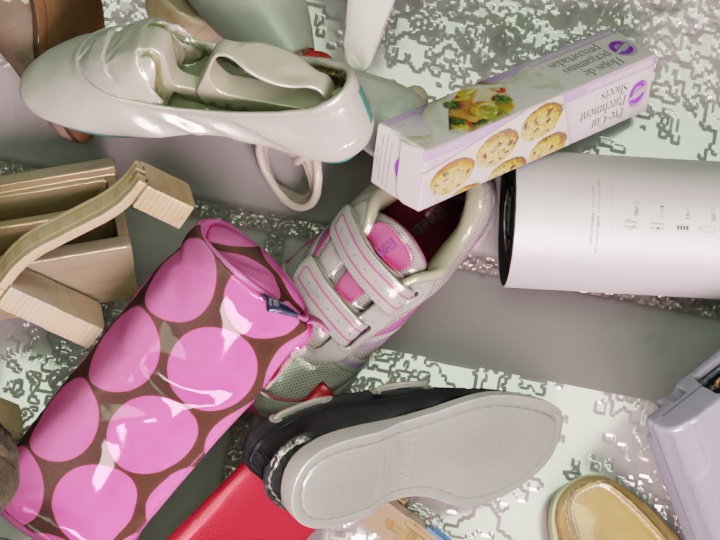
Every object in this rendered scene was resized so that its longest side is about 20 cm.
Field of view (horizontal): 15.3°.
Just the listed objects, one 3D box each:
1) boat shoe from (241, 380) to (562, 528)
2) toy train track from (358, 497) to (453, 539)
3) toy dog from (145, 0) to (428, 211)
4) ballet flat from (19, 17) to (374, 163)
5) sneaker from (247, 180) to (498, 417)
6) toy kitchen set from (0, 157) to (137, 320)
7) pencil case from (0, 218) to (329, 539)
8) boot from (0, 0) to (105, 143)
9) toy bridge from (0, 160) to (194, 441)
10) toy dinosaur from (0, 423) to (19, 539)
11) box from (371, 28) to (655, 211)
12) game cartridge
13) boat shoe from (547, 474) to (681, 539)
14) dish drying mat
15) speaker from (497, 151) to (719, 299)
[{"bbox_3d":[0.026,0.093,1.499,0.199,0.060,0.076,-2,116,-40],"label":"boat shoe"},{"bbox_3d":[0.085,0.184,1.522,0.199,0.033,0.115,36,120,10],"label":"toy train track"},{"bbox_3d":[-0.033,-0.146,1.542,0.096,0.132,0.201,-38,93,-41],"label":"toy dog"},{"bbox_3d":[-0.089,-0.106,1.460,0.198,0.069,0.070,10,80,6],"label":"ballet flat"},{"bbox_3d":[0.000,0.000,1.523,0.081,0.088,0.200,43,80,3],"label":"sneaker"},{"bbox_3d":[-0.232,-0.096,1.490,0.179,0.201,0.164,-9,40,-7],"label":"toy kitchen set"},{"bbox_3d":[-0.112,0.073,1.481,0.093,0.091,0.200,37,102,-20],"label":"pencil case"},{"bbox_3d":[-0.230,-0.170,1.534,0.145,0.070,0.201,7,122,23],"label":"boot"},{"bbox_3d":[-0.173,0.018,1.472,0.067,0.027,0.200,25,118,-28],"label":"toy bridge"},{"bbox_3d":[-0.223,0.086,1.426,0.199,0.102,0.078,22,93,42],"label":"toy dinosaur"},{"bbox_3d":[0.088,-0.087,1.515,0.039,0.042,0.199,33,40,33],"label":"box"},{"bbox_3d":[0.256,0.076,1.519,0.199,0.134,0.041,-36,41,-16],"label":"game cartridge"},{"bbox_3d":[0.178,0.200,1.511,0.071,0.076,0.201,-35,85,-9],"label":"boat shoe"},{"bbox_3d":[-0.074,0.154,1.507,0.200,0.077,0.018,-45,46,-10],"label":"dish drying mat"},{"bbox_3d":[0.178,-0.025,1.546,0.198,0.081,0.082,3,81,-4],"label":"speaker"}]
